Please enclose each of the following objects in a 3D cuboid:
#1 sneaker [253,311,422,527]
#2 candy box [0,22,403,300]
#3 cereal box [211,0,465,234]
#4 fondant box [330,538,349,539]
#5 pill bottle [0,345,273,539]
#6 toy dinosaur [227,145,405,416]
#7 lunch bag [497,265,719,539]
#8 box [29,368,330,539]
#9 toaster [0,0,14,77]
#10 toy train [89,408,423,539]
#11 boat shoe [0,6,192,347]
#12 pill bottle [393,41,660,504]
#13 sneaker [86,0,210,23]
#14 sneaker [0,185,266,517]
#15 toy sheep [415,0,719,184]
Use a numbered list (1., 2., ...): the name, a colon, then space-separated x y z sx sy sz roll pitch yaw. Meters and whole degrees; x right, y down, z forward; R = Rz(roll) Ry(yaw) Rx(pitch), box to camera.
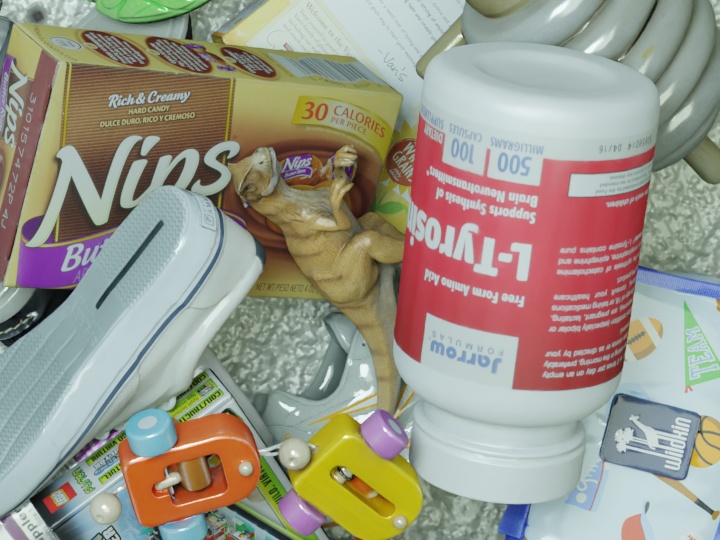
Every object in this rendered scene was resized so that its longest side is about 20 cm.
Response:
1. sneaker: 0.032 0.043 1.537 0.200 0.076 0.092 -39 97 -8
2. candy box: -0.086 -0.051 1.434 0.199 0.056 0.117 3 113 -37
3. cereal box: 0.042 -0.127 1.535 0.200 0.040 0.144 -38 104 -6
4. fondant box: -0.008 0.219 1.554 0.199 0.058 0.145 6 96 -12
5. pill bottle: -0.151 0.107 1.482 0.200 0.112 0.112 -38 103 -5
6. toy dinosaur: 0.000 0.000 1.459 0.106 0.060 0.200 -32 121 0
7. lunch bag: 0.167 0.086 1.514 0.199 0.124 0.171 13 91 -38
8. box: -0.066 0.156 1.455 0.110 0.035 0.200 -37 122 -7
9. toaster: -0.254 -0.059 1.443 0.129 0.114 0.201 23 93 -10
10. toy train: -0.040 0.127 1.406 0.150 0.056 0.201 -20 123 0
11. boat shoe: -0.138 -0.051 1.493 0.060 0.074 0.201 45 66 -53
12. pill bottle: 0.075 0.002 1.386 0.112 0.112 0.201 2 109 -12
13. sneaker: -0.053 -0.188 1.484 0.200 0.084 0.077 -35 78 0
14. sneaker: -0.119 0.051 1.394 0.071 0.073 0.200 30 111 -39
15. toy sheep: 0.117 -0.106 1.472 0.138 0.138 0.200 -50 122 -3
